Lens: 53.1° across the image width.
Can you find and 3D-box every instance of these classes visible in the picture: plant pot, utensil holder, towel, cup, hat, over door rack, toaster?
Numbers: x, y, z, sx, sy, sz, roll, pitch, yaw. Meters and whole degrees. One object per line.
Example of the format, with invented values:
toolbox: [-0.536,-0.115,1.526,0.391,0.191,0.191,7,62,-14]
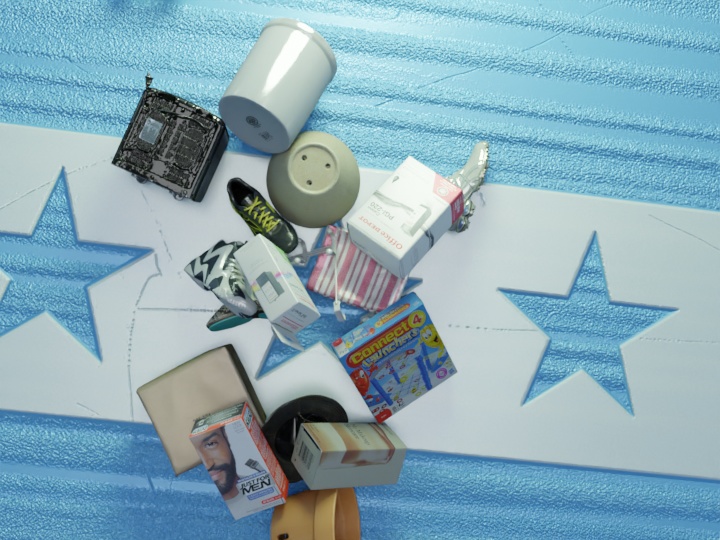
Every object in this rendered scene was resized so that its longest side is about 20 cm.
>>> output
plant pot: [-0.089,0.515,1.408,0.138,0.200,0.203,-8,89,12]
utensil holder: [-0.162,-0.356,1.398,0.169,0.170,0.201,29,66,-3]
towel: [0.000,0.000,1.466,0.198,0.030,0.148,18,84,16]
cup: [-0.095,-0.191,1.441,0.198,0.143,0.203,0,89,-3]
hat: [-0.126,0.322,1.447,0.198,0.081,0.203,-9,112,-22]
over door rack: [-0.112,0.018,1.417,0.146,0.067,0.202,-15,57,12]
toaster: [-0.371,-0.254,1.435,0.179,0.119,0.202,23,87,-4]

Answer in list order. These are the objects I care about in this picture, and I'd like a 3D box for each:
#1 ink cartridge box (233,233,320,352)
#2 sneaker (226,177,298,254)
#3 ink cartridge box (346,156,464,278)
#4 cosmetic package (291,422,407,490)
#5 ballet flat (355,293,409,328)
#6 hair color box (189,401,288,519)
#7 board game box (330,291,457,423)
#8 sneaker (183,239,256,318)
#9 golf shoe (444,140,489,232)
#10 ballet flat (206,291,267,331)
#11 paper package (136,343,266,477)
ink cartridge box: [-0.144,0.043,1.326,0.067,0.117,0.201,-34,67,6]
sneaker: [-0.204,-0.108,1.434,0.200,0.085,0.075,42,83,20]
ink cartridge box: [0.090,-0.107,1.427,0.145,0.085,0.200,36,74,23]
cosmetic package: [-0.021,0.358,1.404,0.198,0.103,0.088,7,107,-34]
ballet flat: [0.035,0.110,1.484,0.064,0.067,0.200,37,83,25]
hair color box: [-0.225,0.359,1.355,0.110,0.064,0.202,-21,109,8]
board game box: [0.070,0.176,1.441,0.199,0.056,0.197,-33,122,-4]
sneaker: [-0.248,0.002,1.431,0.198,0.080,0.130,28,72,40]
golf shoe: [0.206,-0.184,1.499,0.096,0.078,0.202,20,86,3]
ballet flat: [-0.219,0.073,1.472,0.197,0.068,0.076,-10,68,-10]
paper package: [-0.312,0.271,1.434,0.198,0.103,0.192,-26,91,-4]
